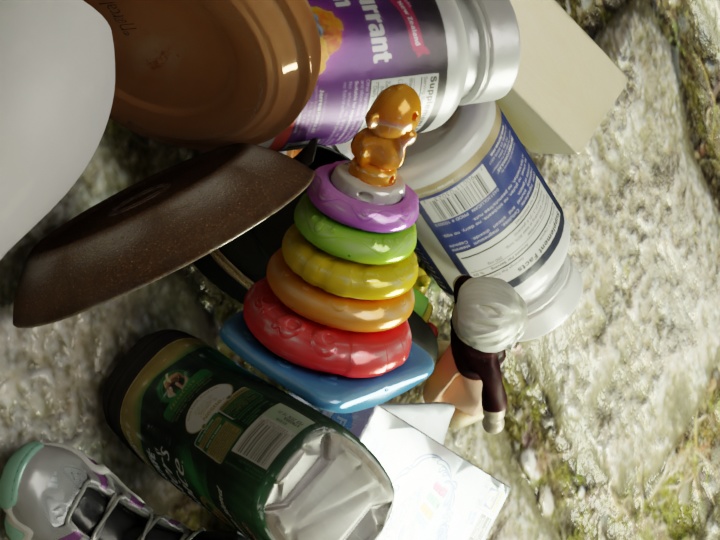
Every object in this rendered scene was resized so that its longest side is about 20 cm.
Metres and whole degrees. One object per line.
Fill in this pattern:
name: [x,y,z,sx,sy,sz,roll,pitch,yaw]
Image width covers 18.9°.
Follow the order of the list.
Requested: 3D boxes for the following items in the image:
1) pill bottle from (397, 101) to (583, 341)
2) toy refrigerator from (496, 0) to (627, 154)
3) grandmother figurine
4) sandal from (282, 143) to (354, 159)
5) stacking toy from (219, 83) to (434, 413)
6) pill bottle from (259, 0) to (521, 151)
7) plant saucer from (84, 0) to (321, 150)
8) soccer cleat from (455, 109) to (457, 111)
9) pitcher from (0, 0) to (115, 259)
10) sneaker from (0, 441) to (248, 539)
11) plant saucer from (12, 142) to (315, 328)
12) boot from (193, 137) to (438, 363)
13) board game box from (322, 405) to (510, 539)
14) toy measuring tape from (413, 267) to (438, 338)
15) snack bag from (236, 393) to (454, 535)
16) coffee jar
pill bottle: [0.089,-0.041,1.619,0.200,0.111,0.111,55,49,-36]
toy refrigerator: [0.099,-0.177,1.598,0.200,0.070,0.076,42,74,-27]
grandmother figurine: [0.081,0.058,1.551,0.060,0.200,0.121,-20,71,-11]
sandal: [0.003,-0.109,1.523,0.079,0.059,0.207,58,44,-33]
stacking toy: [-0.003,-0.024,1.313,0.116,0.110,0.200,-18,132,-47]
pill bottle: [0.000,-0.141,1.414,0.200,0.111,0.112,-10,97,-28]
plant saucer: [-0.121,-0.144,1.280,0.200,0.200,0.032,58,43,-33]
soccer cleat: [0.013,-0.190,1.498,0.200,0.073,0.068,47,27,-16]
pitcher: [-0.231,-0.077,1.209,0.172,0.121,0.200,39,69,-49]
sneaker: [-0.119,0.170,1.323,0.200,0.140,0.078,47,55,-41]
plant saucer: [-0.124,-0.028,1.283,0.200,0.200,0.037,-39,106,-45]
boot: [0.000,0.000,1.431,0.200,0.138,0.078,29,51,-25]
board game box: [0.000,0.203,1.492,0.199,0.043,0.200,36,80,-53]
toy measuring tape: [0.004,0.068,1.535,0.074,0.073,0.200,57,48,-34]
snack bag: [-0.016,0.172,1.510,0.200,0.021,0.189,1,107,-51]
coffee jar: [-0.075,0.110,1.340,0.085,0.200,0.104,-49,129,-11]
